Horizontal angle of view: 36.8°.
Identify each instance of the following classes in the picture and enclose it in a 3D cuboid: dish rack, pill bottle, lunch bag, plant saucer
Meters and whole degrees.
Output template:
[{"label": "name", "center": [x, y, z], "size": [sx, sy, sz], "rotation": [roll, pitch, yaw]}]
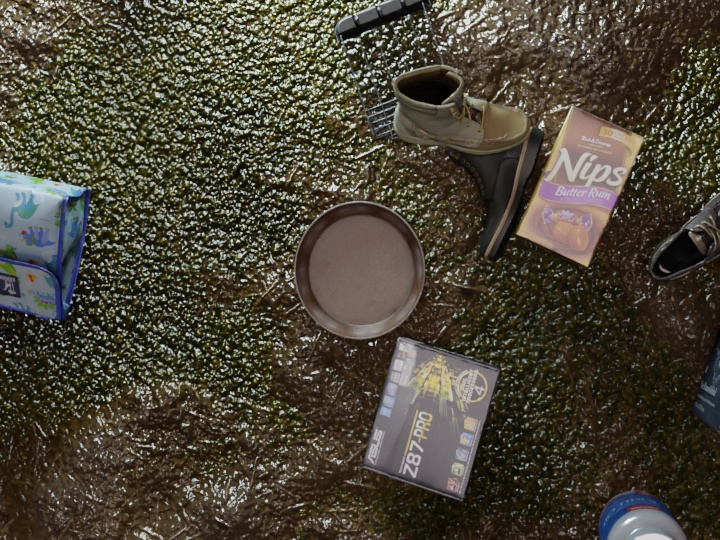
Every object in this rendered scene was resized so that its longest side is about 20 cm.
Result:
[{"label": "dish rack", "center": [0.056, -0.301, 1.595], "size": [0.151, 0.055, 0.204], "rotation": [-19, 89, 8]}, {"label": "pill bottle", "center": [0.388, 0.375, 1.478], "size": [0.110, 0.200, 0.115], "rotation": [0, 90, 7]}, {"label": "lunch bag", "center": [-0.514, -0.036, 1.637], "size": [0.167, 0.128, 0.204], "rotation": [12, 104, 5]}, {"label": "plant saucer", "center": [0.000, 0.000, 1.611], "size": [0.196, 0.034, 0.205], "rotation": [0, 89, 8]}]

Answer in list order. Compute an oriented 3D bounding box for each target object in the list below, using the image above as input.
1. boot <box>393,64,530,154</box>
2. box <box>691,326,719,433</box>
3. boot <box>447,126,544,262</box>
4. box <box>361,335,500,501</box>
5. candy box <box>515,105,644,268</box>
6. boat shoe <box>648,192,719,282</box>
[{"label": "boot", "center": [0.141, -0.222, 1.484], "size": [0.196, 0.155, 0.074], "rotation": [5, 76, 4]}, {"label": "box", "center": [0.546, 0.129, 1.460], "size": [0.115, 0.197, 0.204], "rotation": [19, 92, 8]}, {"label": "boot", "center": [0.173, -0.127, 1.575], "size": [0.136, 0.078, 0.203], "rotation": [19, 79, 11]}, {"label": "box", "center": [0.104, 0.216, 1.590], "size": [0.158, 0.049, 0.204], "rotation": [17, 93, 10]}, {"label": "candy box", "center": [0.315, -0.120, 1.560], "size": [0.115, 0.056, 0.203], "rotation": [24, 92, 7]}, {"label": "boat shoe", "center": [0.481, -0.044, 1.495], "size": [0.075, 0.073, 0.200], "rotation": [47, 122, 5]}]
